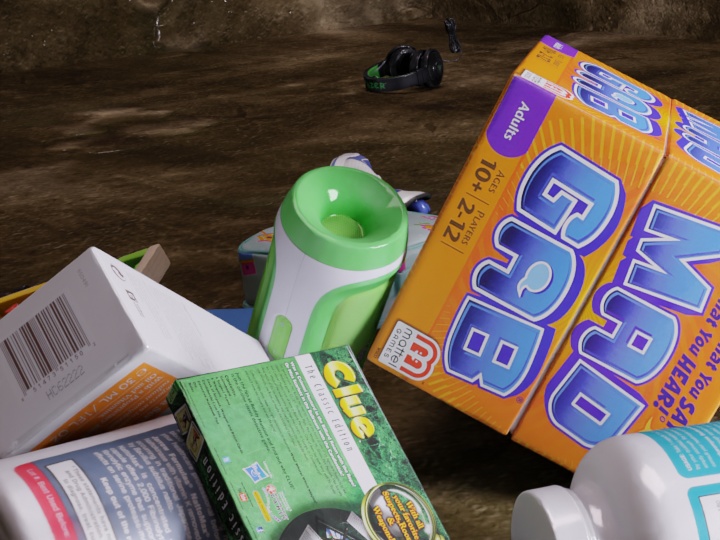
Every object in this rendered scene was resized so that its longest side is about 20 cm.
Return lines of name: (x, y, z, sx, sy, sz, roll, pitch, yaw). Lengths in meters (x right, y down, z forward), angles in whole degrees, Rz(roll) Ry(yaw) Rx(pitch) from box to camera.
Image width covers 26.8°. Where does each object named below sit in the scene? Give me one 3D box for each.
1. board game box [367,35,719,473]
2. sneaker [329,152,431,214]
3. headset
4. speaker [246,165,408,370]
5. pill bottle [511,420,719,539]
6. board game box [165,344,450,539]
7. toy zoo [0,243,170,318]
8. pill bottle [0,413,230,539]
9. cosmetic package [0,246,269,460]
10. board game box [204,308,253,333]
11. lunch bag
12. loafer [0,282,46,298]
board game box: (0.151, -0.009, 0.976, 0.199, 0.200, 0.200, 28, 19, 4)
sneaker: (0.019, -0.054, 1.536, 0.115, 0.081, 0.200, 3, 23, 3)
headset: (0.094, -0.366, 2.608, 0.199, 0.094, 0.123, -25, 26, -30)
speaker: (-0.029, 0.032, 0.966, 0.088, 0.200, 0.089, 10, 43, -9)
pill bottle: (0.180, 0.131, 0.758, 0.199, 0.111, 0.111, -6, 16, -14)
board game box: (-0.008, 0.129, 0.719, 0.104, 0.023, 0.200, -10, 58, -32)
toy zoo: (-0.249, 0.048, 1.142, 0.199, 0.021, 0.131, -17, 26, 24)
pill bottle: (-0.095, 0.134, 0.770, 0.199, 0.120, 0.119, -13, 19, -35)
cosmetic package: (-0.122, 0.070, 0.849, 0.101, 0.071, 0.200, -38, -27, 8)
board game box: (-0.121, 0.082, 1.113, 0.199, 0.039, 0.158, -2, 26, -3)
lunch bag: (0.000, 0.000, 1.324, 0.160, 0.077, 0.200, 11, 20, 37)
loafer: (-0.248, 0.035, 1.252, 0.072, 0.063, 0.200, -16, 21, -39)
